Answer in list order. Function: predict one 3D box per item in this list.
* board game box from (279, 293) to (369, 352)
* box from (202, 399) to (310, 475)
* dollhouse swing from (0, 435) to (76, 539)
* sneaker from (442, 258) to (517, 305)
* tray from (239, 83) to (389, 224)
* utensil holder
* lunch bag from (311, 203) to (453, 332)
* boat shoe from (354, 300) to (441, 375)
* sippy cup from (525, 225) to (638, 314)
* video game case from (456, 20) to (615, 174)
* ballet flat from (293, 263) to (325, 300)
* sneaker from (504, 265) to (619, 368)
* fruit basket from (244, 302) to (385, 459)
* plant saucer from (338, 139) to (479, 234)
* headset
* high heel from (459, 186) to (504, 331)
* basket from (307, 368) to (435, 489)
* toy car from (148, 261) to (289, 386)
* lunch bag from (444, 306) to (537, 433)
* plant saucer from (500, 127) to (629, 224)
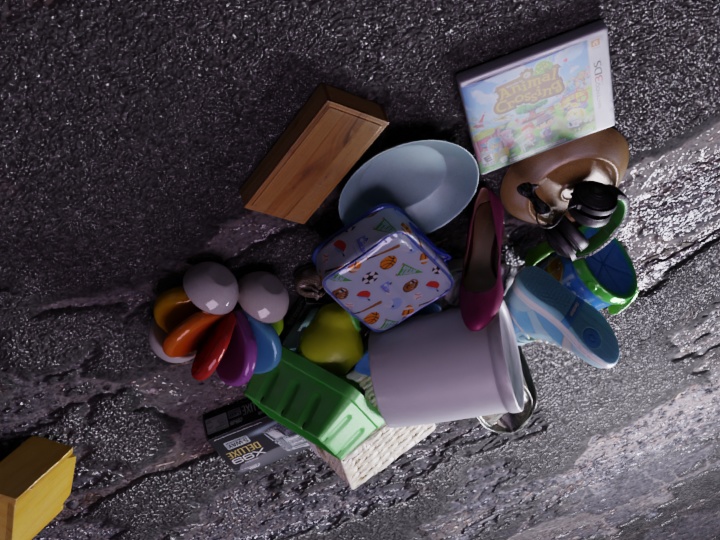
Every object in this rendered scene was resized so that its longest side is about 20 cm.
[{"bbox_3d":[-0.067,0.108,1.745,0.135,0.028,0.200,6,137,-29],"label":"board game box"},{"bbox_3d":[-0.152,0.269,1.896,0.199,0.050,0.158,-21,144,2],"label":"box"},{"bbox_3d":[-0.600,0.344,1.810,0.182,0.175,0.200,-45,164,-42],"label":"dollhouse swing"},{"bbox_3d":[0.171,0.006,1.693,0.200,0.082,0.075,5,115,-53],"label":"sneaker"},{"bbox_3d":[-0.061,-0.145,1.418,0.098,0.037,0.200,14,132,-36],"label":"tray"},{"bbox_3d":[0.128,0.139,1.630,0.199,0.171,0.170,-10,146,14],"label":"utensil holder"},{"bbox_3d":[0.038,-0.003,1.547,0.160,0.076,0.200,-35,142,12],"label":"lunch bag"},{"bbox_3d":[0.047,0.088,1.742,0.084,0.069,0.200,30,128,-30],"label":"boat shoe"},{"bbox_3d":[0.342,0.015,1.732,0.130,0.178,0.140,-39,-178,40],"label":"sippy cup"},{"bbox_3d":[0.236,-0.224,1.454,0.199,0.022,0.182,-20,141,2],"label":"video game case"},{"bbox_3d":[0.000,0.000,1.621,0.199,0.046,0.067,-16,144,-5],"label":"ballet flat"},{"bbox_3d":[0.295,0.093,1.692,0.080,0.200,0.131,-41,172,-39],"label":"sneaker"},{"bbox_3d":[-0.052,0.150,1.659,0.215,0.216,0.156,-25,143,9],"label":"fruit basket"},{"bbox_3d":[0.062,-0.117,1.505,0.200,0.039,0.201,-11,143,-9],"label":"plant saucer"},{"bbox_3d":[0.305,-0.081,1.584,0.200,0.094,0.124,7,126,-48],"label":"headset"},{"bbox_3d":[0.166,-0.017,1.560,0.067,0.201,0.096,-3,147,20],"label":"high heel"},{"bbox_3d":[0.015,0.251,1.837,0.200,0.123,0.136,-34,145,-13],"label":"basket"},{"bbox_3d":[-0.195,0.093,1.567,0.199,0.150,0.175,11,134,-34],"label":"toy car"},{"bbox_3d":[0.215,0.162,1.823,0.117,0.165,0.200,-26,143,12],"label":"lunch bag"},{"bbox_3d":[0.303,-0.127,1.601,0.199,0.036,0.201,-12,143,-9],"label":"plant saucer"}]
